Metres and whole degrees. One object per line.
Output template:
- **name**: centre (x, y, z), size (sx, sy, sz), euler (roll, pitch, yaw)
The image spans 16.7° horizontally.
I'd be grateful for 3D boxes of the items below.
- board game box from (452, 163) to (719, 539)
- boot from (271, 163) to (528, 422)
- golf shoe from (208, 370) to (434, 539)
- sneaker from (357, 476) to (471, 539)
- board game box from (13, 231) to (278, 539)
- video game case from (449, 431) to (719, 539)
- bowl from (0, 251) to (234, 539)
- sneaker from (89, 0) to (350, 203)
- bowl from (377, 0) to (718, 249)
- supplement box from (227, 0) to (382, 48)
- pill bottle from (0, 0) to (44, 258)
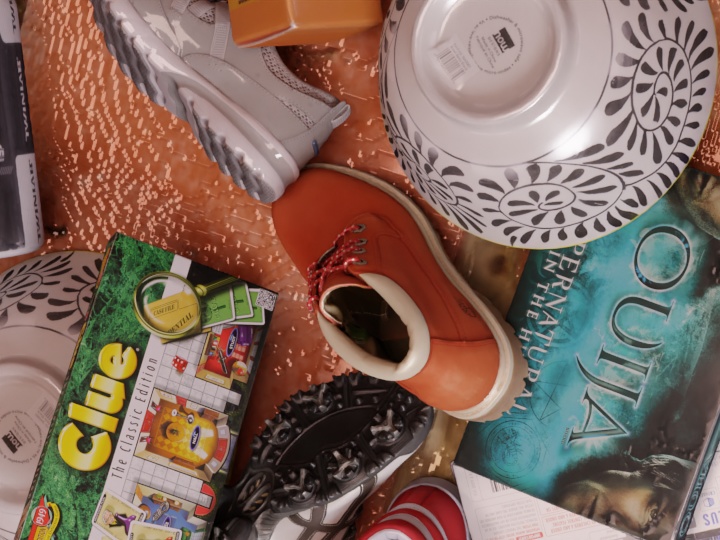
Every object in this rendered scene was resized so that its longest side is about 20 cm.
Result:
- **board game box**: centre (0.146, 0.037, 1.345), size (0.135, 0.028, 0.200), euler (20, 92, 23)
- **boot**: centre (0.000, 0.000, 1.358), size (0.200, 0.107, 0.075), euler (45, 108, 35)
- **golf shoe**: centre (-0.029, 0.132, 1.418), size (0.200, 0.094, 0.078), euler (-35, 48, 16)
- **sneaker**: centre (0.025, 0.225, 1.387), size (0.071, 0.112, 0.200), euler (1, 98, 17)
- **board game box**: centre (-0.121, 0.086, 1.385), size (0.105, 0.023, 0.200), euler (20, 67, -12)
- **video game case**: centre (0.167, 0.169, 1.373), size (0.200, 0.036, 0.182), euler (-16, 89, 20)
- **bowl**: centre (-0.182, 0.093, 1.449), size (0.200, 0.094, 0.201), euler (2, 97, 20)
- **sneaker**: centre (-0.088, -0.130, 1.424), size (0.082, 0.075, 0.200), euler (-38, 77, -15)
- **bowl**: centre (0.084, -0.116, 1.321), size (0.200, 0.094, 0.201), euler (-3, 83, 23)
- **supplement box**: centre (-0.042, -0.228, 1.369), size (0.069, 0.066, 0.200), euler (-13, 85, 56)
- **pill bottle**: centre (-0.249, -0.105, 1.450), size (0.106, 0.106, 0.200), euler (-4, 95, 19)
